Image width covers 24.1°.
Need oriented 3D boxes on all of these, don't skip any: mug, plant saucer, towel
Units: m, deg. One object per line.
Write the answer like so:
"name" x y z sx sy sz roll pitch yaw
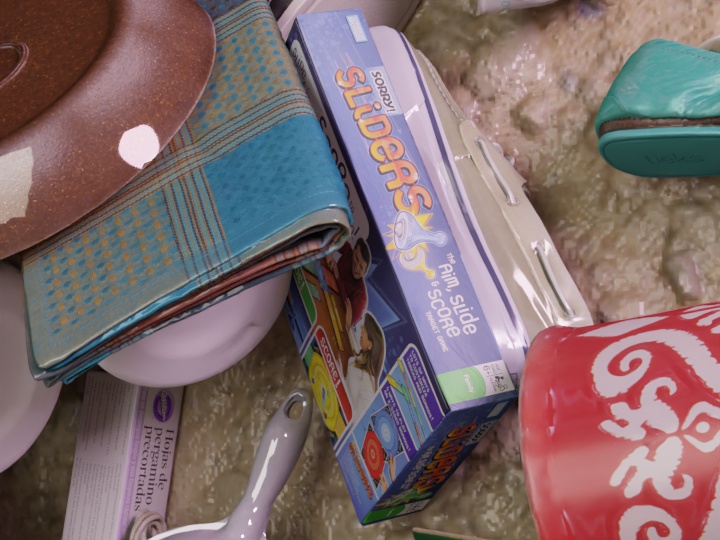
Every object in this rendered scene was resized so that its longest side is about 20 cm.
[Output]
"mug" 0.187 0.079 0.652 0.199 0.178 0.134 -16 33 26
"plant saucer" -0.163 -0.080 0.774 0.200 0.037 0.201 -17 40 15
"towel" -0.088 -0.047 0.744 0.146 0.022 0.200 -27 41 5

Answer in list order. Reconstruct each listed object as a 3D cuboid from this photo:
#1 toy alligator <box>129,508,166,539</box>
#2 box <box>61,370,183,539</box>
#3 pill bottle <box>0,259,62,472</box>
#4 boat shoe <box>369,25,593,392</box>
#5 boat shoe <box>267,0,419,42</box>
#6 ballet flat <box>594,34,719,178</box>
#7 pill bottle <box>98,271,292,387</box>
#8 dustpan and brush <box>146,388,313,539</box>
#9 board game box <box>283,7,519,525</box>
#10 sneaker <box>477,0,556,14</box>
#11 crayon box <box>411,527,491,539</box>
"toy alligator" -0.092 0.218 0.825 0.054 0.059 0.201 -4 78 33
"box" -0.131 0.154 0.878 0.041 0.039 0.201 2 82 33
"pill bottle" -0.246 0.023 0.825 0.200 0.112 0.113 22 92 37
"boat shoe" 0.048 -0.029 0.788 0.072 0.062 0.201 110 143 -61
"boat shoe" 0.000 -0.166 0.836 0.060 0.074 0.200 44 102 32
"ballet flat" 0.193 -0.070 0.695 0.199 0.067 0.071 9 71 33
"pill bottle" -0.122 -0.039 0.854 0.111 0.111 0.200 -55 41 12
"dustpan and brush" -0.068 0.149 0.792 0.139 0.057 0.201 20 89 15
"board game box" 0.000 0.000 0.778 0.135 0.034 0.201 121 134 -57
"sneaker" 0.048 -0.213 0.759 0.088 0.075 0.201 -21 100 9
"crayon box" 0.086 0.195 0.643 0.127 0.051 0.201 2 124 34
